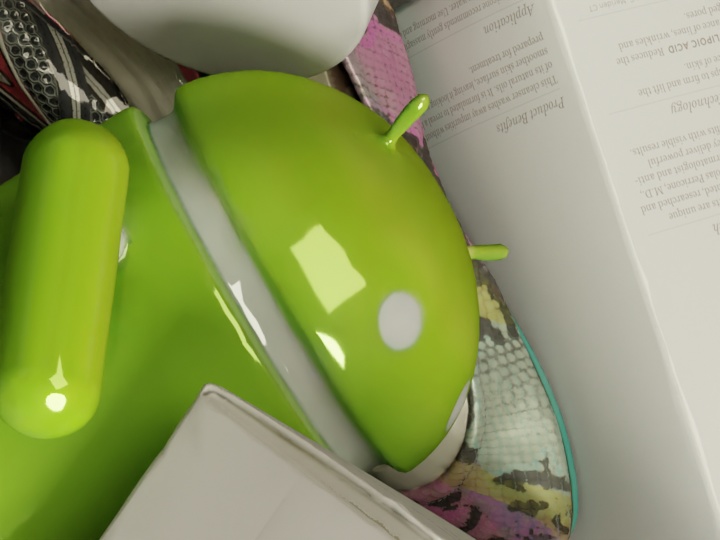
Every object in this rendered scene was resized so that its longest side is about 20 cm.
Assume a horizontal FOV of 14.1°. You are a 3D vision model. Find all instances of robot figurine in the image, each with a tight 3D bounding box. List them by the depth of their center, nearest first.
[{"bbox_3d":[-0.058,0.026,0.737,0.200,0.176,0.116,-31,58,2],"label":"robot figurine"}]

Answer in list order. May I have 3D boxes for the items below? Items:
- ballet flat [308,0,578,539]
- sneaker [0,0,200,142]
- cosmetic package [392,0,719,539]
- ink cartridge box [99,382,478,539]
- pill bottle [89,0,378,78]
[{"bbox_3d":[0.000,0.000,0.844,0.071,0.069,0.200,-12,81,-56],"label":"ballet flat"},{"bbox_3d":[-0.098,-0.068,0.807,0.075,0.081,0.200,-35,102,-2],"label":"sneaker"},{"bbox_3d":[0.079,0.002,0.874,0.081,0.113,0.200,-17,89,-34],"label":"cosmetic package"},{"bbox_3d":[0.000,0.134,0.701,0.147,0.086,0.200,-55,141,-1],"label":"ink cartridge box"},{"bbox_3d":[-0.009,-0.151,0.779,0.111,0.111,0.200,34,54,-21],"label":"pill bottle"}]
